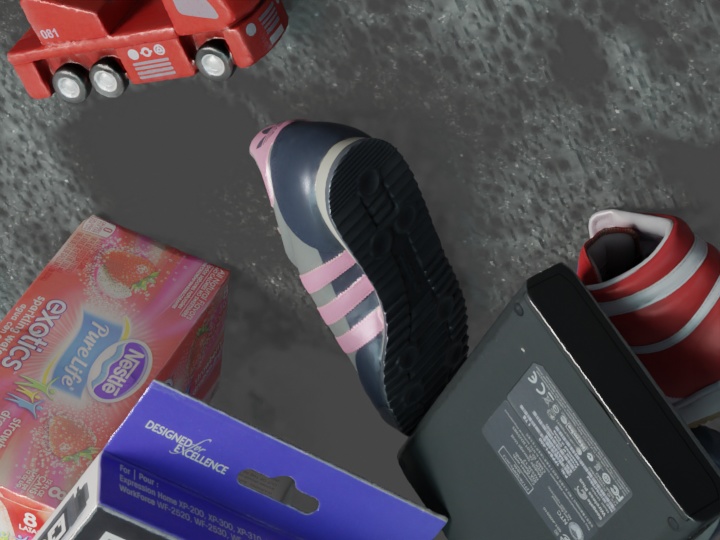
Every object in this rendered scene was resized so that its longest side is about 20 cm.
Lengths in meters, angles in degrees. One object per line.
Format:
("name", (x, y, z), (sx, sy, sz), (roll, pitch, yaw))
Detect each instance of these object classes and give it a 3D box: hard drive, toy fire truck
("hard drive", (0.094, 0.103, 1.060), (0.140, 0.033, 0.200), (55, 149, 15))
("toy fire truck", (-0.146, -0.155, 1.057), (0.200, 0.049, 0.141), (-5, 126, 31))

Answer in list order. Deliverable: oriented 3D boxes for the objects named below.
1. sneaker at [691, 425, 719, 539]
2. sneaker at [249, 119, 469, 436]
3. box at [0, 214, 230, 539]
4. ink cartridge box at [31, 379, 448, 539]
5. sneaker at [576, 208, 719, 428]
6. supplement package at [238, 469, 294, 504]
("sneaker", (0.140, 0.160, 1.157), (0.070, 0.082, 0.200), (32, 136, -1))
("sneaker", (0.000, 0.000, 1.123), (0.082, 0.070, 0.200), (24, 143, 40))
("box", (-0.157, 0.077, 1.164), (0.095, 0.200, 0.103), (21, 135, 12))
("ink cartridge box", (-0.081, 0.173, 1.089), (0.198, 0.043, 0.200), (28, 110, -30))
("sneaker", (0.118, 0.042, 1.080), (0.112, 0.071, 0.200), (41, 129, -16))
("supplement package", (-0.135, 0.203, 1.268), (0.117, 0.200, 0.117), (22, 135, 8))
